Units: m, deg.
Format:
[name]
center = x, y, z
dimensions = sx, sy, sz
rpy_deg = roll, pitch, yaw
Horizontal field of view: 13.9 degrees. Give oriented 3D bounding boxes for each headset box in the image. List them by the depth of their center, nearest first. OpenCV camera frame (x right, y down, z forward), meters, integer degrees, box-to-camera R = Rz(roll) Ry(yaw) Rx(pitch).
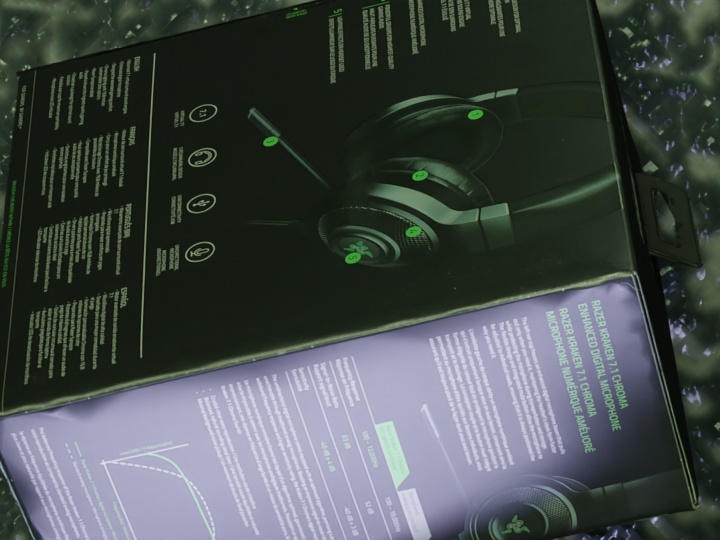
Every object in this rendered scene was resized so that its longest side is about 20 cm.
[headset box]
center = 0.000, 0.000, 0.880
dimensions = 0.199, 0.093, 0.174
rpy_deg = -14, 37, 7
